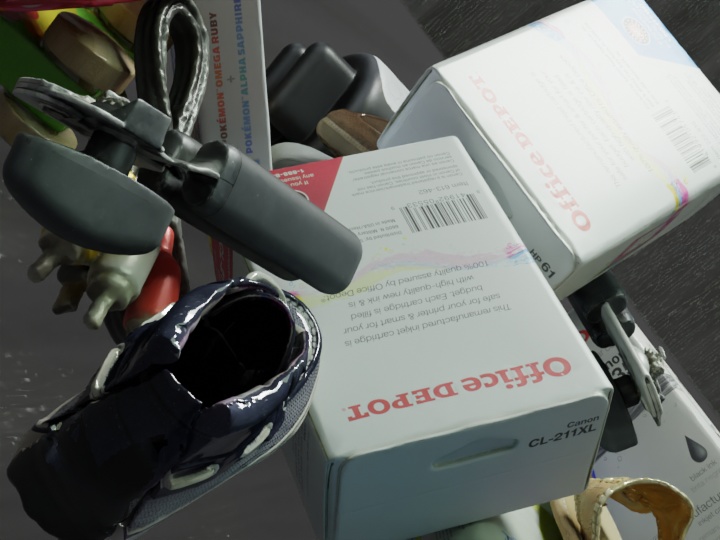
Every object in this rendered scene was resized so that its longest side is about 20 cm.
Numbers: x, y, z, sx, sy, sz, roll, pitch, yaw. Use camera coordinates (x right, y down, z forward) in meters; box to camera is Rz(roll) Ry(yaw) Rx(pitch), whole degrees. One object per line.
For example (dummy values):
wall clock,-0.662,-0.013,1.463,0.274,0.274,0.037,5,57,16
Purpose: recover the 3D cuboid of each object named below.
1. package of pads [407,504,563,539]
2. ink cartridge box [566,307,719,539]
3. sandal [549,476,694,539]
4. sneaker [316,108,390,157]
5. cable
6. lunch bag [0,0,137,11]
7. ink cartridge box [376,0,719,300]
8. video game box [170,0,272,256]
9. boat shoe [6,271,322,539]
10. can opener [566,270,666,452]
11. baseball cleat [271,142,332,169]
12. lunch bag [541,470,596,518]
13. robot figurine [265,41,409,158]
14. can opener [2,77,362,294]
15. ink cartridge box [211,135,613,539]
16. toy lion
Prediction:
package of pads,0.096,0.194,0.744,0.200,0.068,0.155,47,14,-22
ink cartridge box,0.179,0.137,1.006,0.200,0.146,0.083,54,11,18
sandal,0.143,0.143,0.722,0.078,0.070,0.212,52,17,-3
sneaker,0.068,-0.065,0.930,0.199,0.076,0.070,31,-2,-6
cable,-0.088,-0.041,0.641,0.097,0.050,0.201,50,44,-36
lunch bag,-0.167,-0.191,0.629,0.176,0.082,0.200,37,27,19
ink cartridge box,0.130,-0.075,0.863,0.199,0.085,0.145,-27,76,-39
video game box,-0.090,-0.137,0.846,0.200,0.046,0.183,-110,-163,-53
boat shoe,-0.044,0.036,0.545,0.075,0.093,0.200,50,28,-1
can opener,0.153,0.029,0.941,0.201,0.066,0.053,-107,175,-46
baseball cleat,0.000,0.000,0.939,0.200,0.070,0.107,48,13,-10
lunch bag,0.097,0.093,0.898,0.160,0.075,0.201,-6,78,-71
robot figurine,0.002,-0.079,1.050,0.200,0.124,0.151,44,25,-27
can opener,-0.074,-0.022,0.591,0.053,0.067,0.200,17,-11,37
ink cartridge box,0.018,0.033,0.719,0.083,0.145,0.201,94,-22,-44
toy lion,-0.197,-0.149,0.714,0.192,0.069,0.200,41,14,-9
